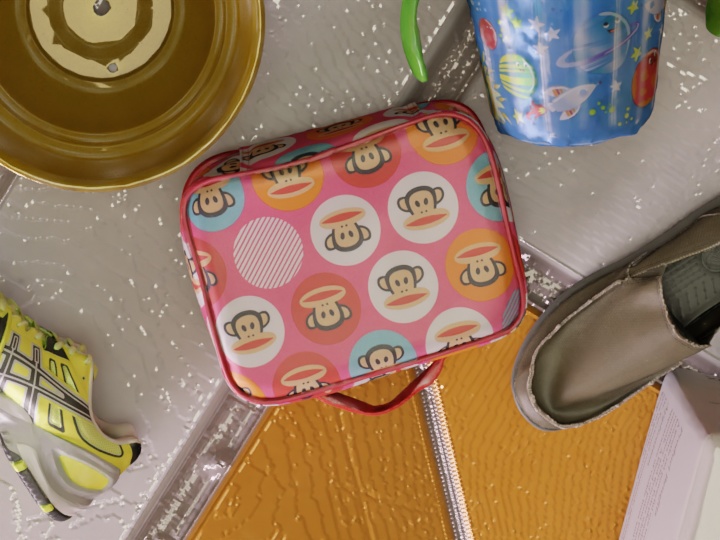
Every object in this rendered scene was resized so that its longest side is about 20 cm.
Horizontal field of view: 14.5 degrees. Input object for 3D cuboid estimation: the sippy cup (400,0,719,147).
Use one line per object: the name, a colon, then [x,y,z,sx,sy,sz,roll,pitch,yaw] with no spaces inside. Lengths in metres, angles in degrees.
sippy cup: [0.122,-0.147,1.670,0.177,0.140,0.131,4,113,20]

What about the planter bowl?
planter bowl: [-0.156,-0.152,1.678,0.200,0.083,0.201,0,102,-1]

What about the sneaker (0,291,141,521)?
sneaker: [-0.207,0.054,1.729,0.076,0.075,0.200,-32,113,-4]

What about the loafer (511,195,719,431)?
loafer: [0.175,0.026,1.729,0.200,0.070,0.075,-42,100,6]

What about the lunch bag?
lunch bag: [0.000,0.000,1.714,0.199,0.082,0.177,-14,102,1]

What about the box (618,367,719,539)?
box: [0.263,0.190,1.713,0.199,0.171,0.200,13,101,-4]
